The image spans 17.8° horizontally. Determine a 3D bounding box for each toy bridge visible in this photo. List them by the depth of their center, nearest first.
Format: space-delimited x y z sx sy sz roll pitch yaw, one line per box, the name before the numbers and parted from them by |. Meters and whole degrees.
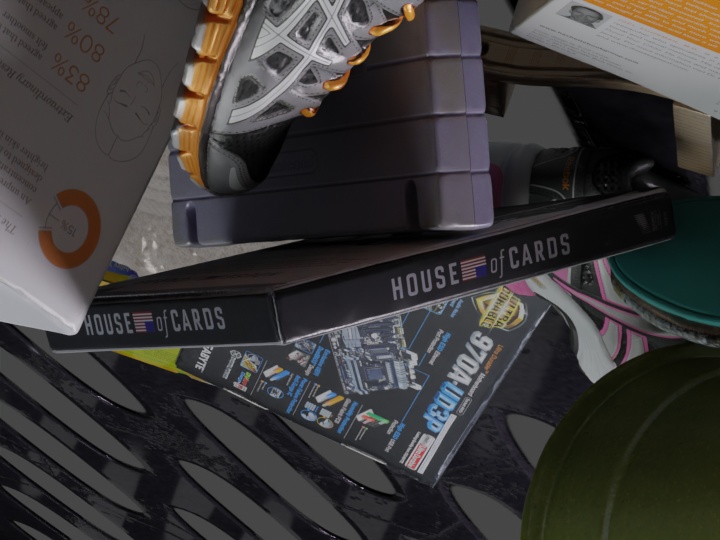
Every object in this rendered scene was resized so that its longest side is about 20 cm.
toy bridge | 0.135 -0.061 0.902 0.200 0.027 0.067 18 163 16

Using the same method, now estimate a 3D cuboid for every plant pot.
plant pot | 0.196 0.114 0.939 0.200 0.200 0.190 28 160 -16

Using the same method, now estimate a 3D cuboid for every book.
book | 0.143 -0.092 0.763 0.134 0.048 0.200 22 165 -10

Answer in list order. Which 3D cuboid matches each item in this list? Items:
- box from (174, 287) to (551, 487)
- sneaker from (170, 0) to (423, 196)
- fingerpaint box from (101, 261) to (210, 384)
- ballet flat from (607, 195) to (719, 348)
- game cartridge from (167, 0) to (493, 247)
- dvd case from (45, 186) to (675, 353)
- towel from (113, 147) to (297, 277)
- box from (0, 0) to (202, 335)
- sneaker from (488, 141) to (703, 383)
box | 0.003 0.017 1.184 0.159 0.046 0.200 25 142 -1
sneaker | -0.015 -0.099 0.798 0.077 0.078 0.200 15 133 -8
fingerpaint box | -0.093 0.012 1.376 0.200 0.073 0.167 18 164 14
ballet flat | 0.184 0.013 0.886 0.200 0.072 0.072 2 154 47
game cartridge | -0.018 -0.076 0.903 0.038 0.130 0.200 0 179 -33
dvd case | 0.000 0.000 0.889 0.200 0.025 0.150 -15 -174 -39
towel | -0.092 -0.052 1.114 0.200 0.034 0.133 13 130 43
box | -0.133 -0.096 0.856 0.097 0.200 0.124 8 157 44
sneaker | 0.133 0.005 1.035 0.086 0.080 0.200 -6 156 35
